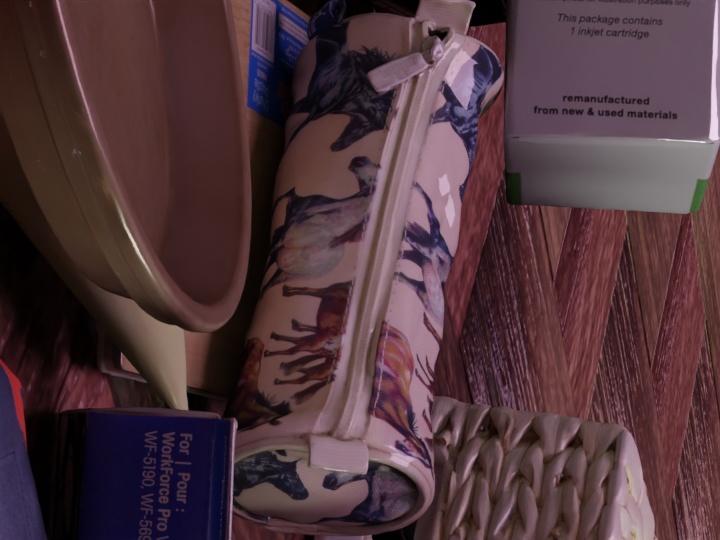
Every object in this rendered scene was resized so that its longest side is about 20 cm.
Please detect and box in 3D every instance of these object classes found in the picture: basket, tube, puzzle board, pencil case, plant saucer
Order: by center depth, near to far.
[{"bbox_3d":[-0.068,-0.080,0.771,0.200,0.029,0.201,-11,90,-81],"label":"plant saucer"},{"bbox_3d":[-0.084,-0.035,0.847,0.058,0.052,0.200,-56,150,-19],"label":"tube"},{"bbox_3d":[-0.052,-0.032,1.032,0.200,0.017,0.152,24,67,-73],"label":"puzzle board"},{"bbox_3d":[0.000,0.000,1.041,0.090,0.077,0.201,100,1,-57],"label":"pencil case"},{"bbox_3d":[0.060,0.158,1.240,0.200,0.123,0.136,72,26,-50],"label":"basket"}]

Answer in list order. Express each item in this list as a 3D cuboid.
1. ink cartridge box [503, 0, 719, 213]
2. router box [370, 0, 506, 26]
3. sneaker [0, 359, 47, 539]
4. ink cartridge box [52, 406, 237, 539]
[{"bbox_3d":[0.101,-0.134,1.161,0.145,0.083,0.201,69,24,-80],"label":"ink cartridge box"},{"bbox_3d":[0.030,-0.222,1.218,0.150,0.062,0.201,60,35,-62],"label":"router box"},{"bbox_3d":[-0.108,0.109,0.741,0.084,0.075,0.201,29,63,-67],"label":"sneaker"},{"bbox_3d":[-0.065,0.087,0.824,0.200,0.039,0.100,158,-65,-80],"label":"ink cartridge box"}]
